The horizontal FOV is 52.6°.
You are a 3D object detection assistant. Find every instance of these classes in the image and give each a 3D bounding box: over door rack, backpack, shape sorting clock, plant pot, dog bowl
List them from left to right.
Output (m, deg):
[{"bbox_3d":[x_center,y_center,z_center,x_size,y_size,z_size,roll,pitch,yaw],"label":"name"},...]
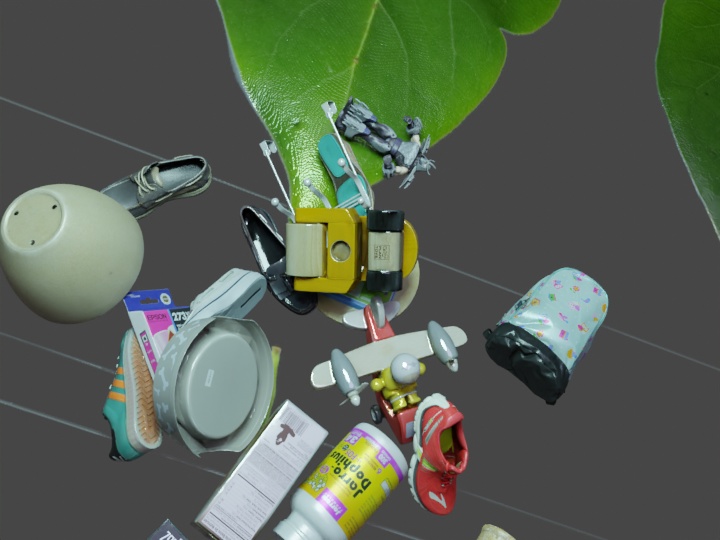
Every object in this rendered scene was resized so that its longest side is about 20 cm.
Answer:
[{"bbox_3d":[-0.427,-0.041,1.028,0.197,0.135,0.203,-3,68,7],"label":"plant pot"},{"bbox_3d":[-0.204,0.158,1.013,0.058,0.200,0.202,2,60,32],"label":"dog bowl"},{"bbox_3d":[-0.083,-0.163,1.199,0.146,0.066,0.202,-26,74,21],"label":"over door rack"},{"bbox_3d":[0.000,0.000,1.211,0.197,0.039,0.203,1,69,-4],"label":"shape sorting clock"},{"bbox_3d":[0.322,0.096,1.213,0.167,0.127,0.200,41,62,7],"label":"backpack"}]

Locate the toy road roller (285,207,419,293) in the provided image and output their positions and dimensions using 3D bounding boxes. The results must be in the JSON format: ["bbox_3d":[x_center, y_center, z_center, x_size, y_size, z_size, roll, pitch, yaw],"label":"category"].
[{"bbox_3d":[-0.008,-0.034,1.129,0.197,0.146,0.125,2,96,12],"label":"toy road roller"}]

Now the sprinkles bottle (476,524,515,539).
[{"bbox_3d":[0.159,0.471,1.052,0.068,0.068,0.201,38,64,2],"label":"sprinkles bottle"}]

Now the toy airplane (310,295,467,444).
[{"bbox_3d":[0.049,0.133,1.094,0.198,0.141,0.202,33,75,-12],"label":"toy airplane"}]

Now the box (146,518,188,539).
[{"bbox_3d":[-0.242,0.455,0.941,0.200,0.086,0.164,43,65,4],"label":"box"}]

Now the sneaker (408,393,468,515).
[{"bbox_3d":[0.120,0.282,1.064,0.076,0.085,0.203,-17,115,-28],"label":"sneaker"}]

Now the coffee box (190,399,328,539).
[{"bbox_3d":[-0.142,0.291,1.018,0.079,0.114,0.201,38,66,0],"label":"coffee box"}]

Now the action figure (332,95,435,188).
[{"bbox_3d":[0.049,-0.230,1.301,0.198,0.069,0.131,30,59,-5],"label":"action figure"}]

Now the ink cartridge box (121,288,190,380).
[{"bbox_3d":[-0.275,0.112,1.071,0.094,0.037,0.202,-3,62,-58],"label":"ink cartridge box"}]

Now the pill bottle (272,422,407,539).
[{"bbox_3d":[-0.030,0.322,1.040,0.104,0.104,0.200,44,65,5],"label":"pill bottle"}]

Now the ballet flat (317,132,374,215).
[{"bbox_3d":[-0.011,-0.149,1.245,0.067,0.068,0.202,20,45,-56],"label":"ballet flat"}]

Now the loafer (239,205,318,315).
[{"bbox_3d":[-0.138,-0.017,1.160,0.071,0.063,0.201,-33,76,1],"label":"loafer"}]

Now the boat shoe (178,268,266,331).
[{"bbox_3d":[-0.223,0.065,1.102,0.066,0.074,0.200,18,37,24],"label":"boat shoe"}]

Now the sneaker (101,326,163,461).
[{"bbox_3d":[-0.331,0.173,1.037,0.079,0.071,0.202,-28,50,19],"label":"sneaker"}]

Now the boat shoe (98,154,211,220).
[{"bbox_3d":[-0.332,-0.140,1.159,0.198,0.073,0.075,-27,77,-23],"label":"boat shoe"}]
